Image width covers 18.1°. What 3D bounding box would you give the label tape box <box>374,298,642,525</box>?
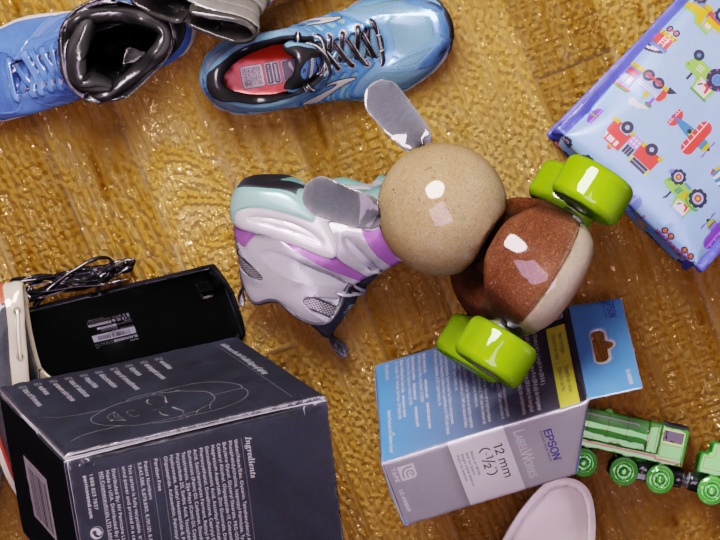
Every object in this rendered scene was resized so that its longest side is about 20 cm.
[{"bbox_3d":[0.114,0.102,1.695,0.199,0.143,0.066,-16,117,7],"label":"label tape box"}]

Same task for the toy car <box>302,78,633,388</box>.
[{"bbox_3d":[0.063,-0.038,1.619,0.199,0.158,0.165,32,86,-7],"label":"toy car"}]

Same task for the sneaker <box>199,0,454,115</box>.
[{"bbox_3d":[-0.026,-0.154,1.693,0.199,0.090,0.079,-16,99,6],"label":"sneaker"}]

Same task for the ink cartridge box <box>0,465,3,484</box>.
[{"bbox_3d":[-0.371,0.214,1.790,0.145,0.084,0.201,11,100,2],"label":"ink cartridge box"}]

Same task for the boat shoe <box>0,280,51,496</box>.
[{"bbox_3d":[-0.260,0.101,1.755,0.062,0.071,0.201,-17,114,1],"label":"boat shoe"}]

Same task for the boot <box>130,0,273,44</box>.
[{"bbox_3d":[-0.064,-0.212,1.664,0.199,0.131,0.068,15,144,7],"label":"boot"}]

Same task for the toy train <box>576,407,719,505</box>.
[{"bbox_3d":[0.225,0.142,1.752,0.199,0.042,0.057,13,91,2],"label":"toy train"}]

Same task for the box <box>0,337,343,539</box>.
[{"bbox_3d":[-0.142,0.144,1.665,0.196,0.200,0.125,-13,106,-19],"label":"box"}]

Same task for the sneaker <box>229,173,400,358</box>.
[{"bbox_3d":[0.000,0.000,1.733,0.199,0.078,0.141,3,105,8],"label":"sneaker"}]

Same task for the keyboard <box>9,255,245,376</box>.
[{"bbox_3d":[-0.196,0.030,1.776,0.199,0.040,0.105,-13,122,6],"label":"keyboard"}]

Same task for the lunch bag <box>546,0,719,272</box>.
[{"bbox_3d":[0.262,-0.123,1.684,0.151,0.094,0.200,44,91,-1],"label":"lunch bag"}]

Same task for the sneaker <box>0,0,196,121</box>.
[{"bbox_3d":[-0.225,-0.158,1.698,0.199,0.111,0.077,-13,99,7],"label":"sneaker"}]

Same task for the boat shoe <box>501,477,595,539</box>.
[{"bbox_3d":[0.132,0.250,1.767,0.072,0.060,0.203,16,101,0],"label":"boat shoe"}]
